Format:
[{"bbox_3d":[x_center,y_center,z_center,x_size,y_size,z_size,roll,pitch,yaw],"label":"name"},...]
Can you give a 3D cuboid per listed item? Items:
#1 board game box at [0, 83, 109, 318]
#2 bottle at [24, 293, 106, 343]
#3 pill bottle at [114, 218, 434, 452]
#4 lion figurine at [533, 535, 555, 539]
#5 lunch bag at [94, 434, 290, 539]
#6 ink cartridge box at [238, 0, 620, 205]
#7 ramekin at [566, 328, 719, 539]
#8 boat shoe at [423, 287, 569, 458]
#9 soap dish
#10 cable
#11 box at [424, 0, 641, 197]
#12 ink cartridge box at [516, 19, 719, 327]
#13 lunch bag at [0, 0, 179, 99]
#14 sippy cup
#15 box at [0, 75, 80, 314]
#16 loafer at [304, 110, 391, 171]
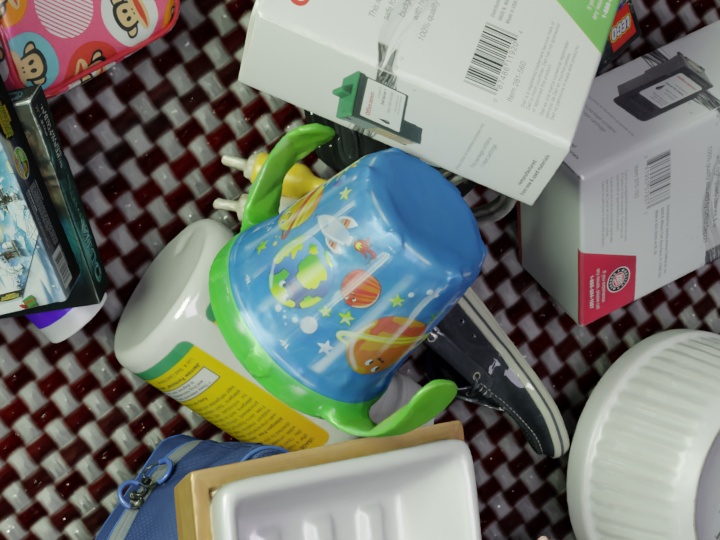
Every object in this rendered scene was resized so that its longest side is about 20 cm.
[{"bbox_3d":[-0.263,-0.029,1.059,0.200,0.028,0.135,-10,118,12],"label":"board game box"},{"bbox_3d":[-0.239,-0.041,1.106,0.200,0.083,0.065,49,41,-18],"label":"bottle"},{"bbox_3d":[-0.051,0.063,1.175,0.200,0.113,0.113,34,83,-21],"label":"pill bottle"},{"bbox_3d":[0.137,0.295,1.306,0.122,0.072,0.200,-45,124,-25],"label":"lion figurine"},{"bbox_3d":[-0.081,0.197,1.167,0.200,0.132,0.136,46,63,-25],"label":"lunch bag"},{"bbox_3d":[0.044,-0.150,1.079,0.200,0.084,0.146,23,63,-2],"label":"ink cartridge box"},{"bbox_3d":[0.256,0.148,1.285,0.200,0.105,0.200,-7,103,-35],"label":"ramekin"},{"bbox_3d":[0.078,0.063,1.246,0.062,0.075,0.200,-39,116,0],"label":"boat shoe"},{"bbox_3d":[-0.019,0.182,1.080,0.200,0.081,0.158,-7,92,-36],"label":"soap dish"},{"bbox_3d":[0.004,-0.031,1.180,0.200,0.050,0.097,2,108,14],"label":"cable"},{"bbox_3d":[0.098,-0.161,1.209,0.200,0.038,0.137,-43,129,-22],"label":"box"},{"bbox_3d":[0.213,-0.072,1.249,0.200,0.083,0.145,-25,137,-18],"label":"ink cartridge box"},{"bbox_3d":[-0.197,-0.213,1.089,0.176,0.082,0.200,-36,109,-39],"label":"lunch bag"},{"bbox_3d":[0.000,0.000,1.075,0.178,0.140,0.130,45,121,-5],"label":"sippy cup"},{"bbox_3d":[-0.256,-0.062,1.001,0.137,0.040,0.200,-12,115,12],"label":"box"},{"bbox_3d":[-0.008,-0.166,1.194,0.070,0.068,0.201,-18,108,-27],"label":"loafer"}]
